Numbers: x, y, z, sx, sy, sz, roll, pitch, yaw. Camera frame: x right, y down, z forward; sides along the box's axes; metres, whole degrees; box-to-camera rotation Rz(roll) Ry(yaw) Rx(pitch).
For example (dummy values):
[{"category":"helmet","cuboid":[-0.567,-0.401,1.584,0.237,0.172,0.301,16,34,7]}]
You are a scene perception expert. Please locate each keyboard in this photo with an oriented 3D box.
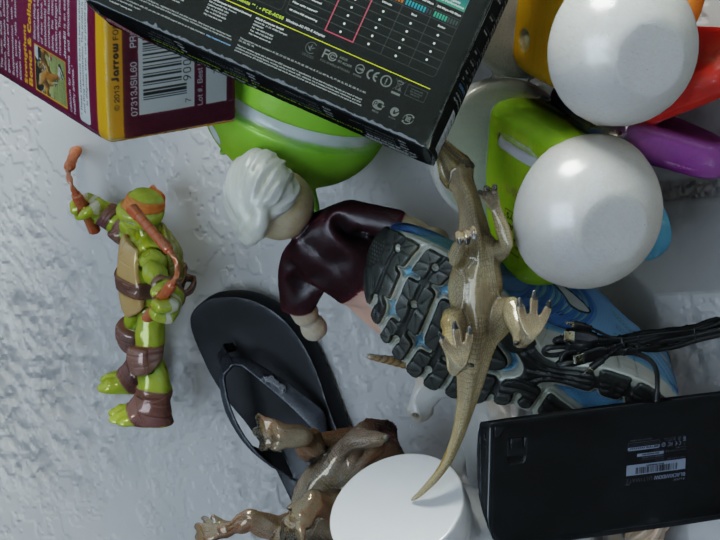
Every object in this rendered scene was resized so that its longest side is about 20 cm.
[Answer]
[{"category":"keyboard","cuboid":[0.158,0.080,1.372,0.021,0.199,0.128,-135,42,-63]}]

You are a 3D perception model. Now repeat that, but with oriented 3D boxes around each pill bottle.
[{"category":"pill bottle","cuboid":[0.049,0.197,1.431,0.112,0.113,0.200,11,142,33]}]

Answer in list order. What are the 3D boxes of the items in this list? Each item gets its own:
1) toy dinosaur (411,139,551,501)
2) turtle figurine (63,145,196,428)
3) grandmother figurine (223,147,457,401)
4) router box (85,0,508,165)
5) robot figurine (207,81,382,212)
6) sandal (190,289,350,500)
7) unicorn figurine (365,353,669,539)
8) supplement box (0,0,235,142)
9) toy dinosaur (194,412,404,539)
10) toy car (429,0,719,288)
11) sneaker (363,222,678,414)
[{"category":"toy dinosaur","cuboid":[0.061,0.026,1.322,0.058,0.101,0.201,1,93,-8]},{"category":"turtle figurine","cuboid":[-0.142,0.008,1.623,0.200,0.064,0.162,41,133,54]},{"category":"grandmother figurine","cuboid":[0.000,0.000,1.474,0.200,0.061,0.121,37,118,-19]},{"category":"router box","cuboid":[-0.021,-0.163,1.301,0.199,0.062,0.150,24,86,8]},{"category":"robot figurine","cuboid":[-0.024,-0.136,1.481,0.175,0.115,0.201,33,118,26]},{"category":"sandal","cuboid":[-0.044,0.098,1.593,0.076,0.043,0.201,-40,77,34]},{"category":"unicorn figurine","cuboid":[0.091,0.113,1.474,0.199,0.074,0.138,17,123,4]},{"category":"supplement box","cuboid":[-0.156,-0.159,1.481,0.200,0.085,0.111,32,126,52]},{"category":"toy dinosaur","cuboid":[-0.007,0.137,1.498,0.086,0.135,0.200,58,138,34]},{"category":"toy car","cuboid":[0.135,-0.088,1.369,0.175,0.149,0.201,-141,58,-60]},{"category":"sneaker","cuboid":[0.091,0.033,1.429,0.199,0.090,0.078,31,122,-7]}]
